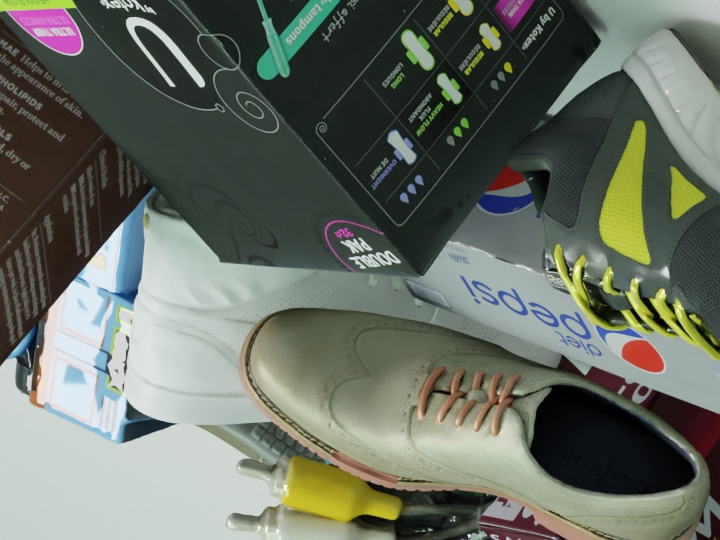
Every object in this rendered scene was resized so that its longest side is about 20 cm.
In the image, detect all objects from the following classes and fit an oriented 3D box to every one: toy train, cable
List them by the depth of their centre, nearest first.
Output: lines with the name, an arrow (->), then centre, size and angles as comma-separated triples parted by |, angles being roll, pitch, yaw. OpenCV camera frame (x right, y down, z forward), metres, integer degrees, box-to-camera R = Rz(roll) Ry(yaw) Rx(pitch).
toy train -> -0.111, -0.025, 1.302 | 0.114, 0.087, 0.201 | 21, 112, 30
cable -> 0.039, 0.126, 1.354 | 0.199, 0.050, 0.097 | 6, 134, 9

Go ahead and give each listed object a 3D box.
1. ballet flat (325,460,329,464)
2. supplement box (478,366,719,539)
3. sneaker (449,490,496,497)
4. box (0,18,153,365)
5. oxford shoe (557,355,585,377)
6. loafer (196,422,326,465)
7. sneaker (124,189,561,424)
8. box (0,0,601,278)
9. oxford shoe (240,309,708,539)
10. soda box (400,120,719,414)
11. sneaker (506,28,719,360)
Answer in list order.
ballet flat -> 0.032, 0.103, 1.463 | 0.200, 0.072, 0.068 | 61, 140, 39
supplement box -> 0.154, 0.137, 1.288 | 0.200, 0.109, 0.061 | 47, 158, -25
sneaker -> 0.061, 0.099, 1.399 | 0.200, 0.088, 0.075 | 33, 160, 17
box -> -0.115, -0.067, 1.175 | 0.075, 0.200, 0.100 | 37, 160, 12
oxford shoe -> 0.022, 0.054, 1.348 | 0.199, 0.071, 0.074 | 21, 119, 31
loafer -> -0.095, 0.050, 1.587 | 0.200, 0.075, 0.070 | 41, 156, -6
sneaker -> 0.000, 0.000, 1.248 | 0.074, 0.199, 0.116 | -127, 37, -56
box -> -0.041, -0.109, 1.062 | 0.200, 0.124, 0.148 | 48, 158, -27
oxford shoe -> 0.049, 0.054, 1.175 | 0.199, 0.071, 0.074 | 17, 159, 2
soda box -> 0.097, -0.005, 1.133 | 0.200, 0.068, 0.064 | 20, 154, 41
sneaker -> 0.109, 0.000, 0.980 | 0.075, 0.084, 0.200 | 54, -172, -33
